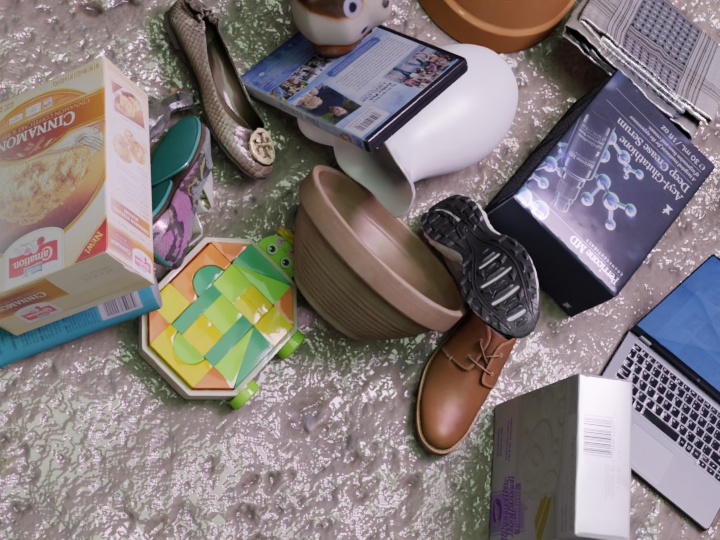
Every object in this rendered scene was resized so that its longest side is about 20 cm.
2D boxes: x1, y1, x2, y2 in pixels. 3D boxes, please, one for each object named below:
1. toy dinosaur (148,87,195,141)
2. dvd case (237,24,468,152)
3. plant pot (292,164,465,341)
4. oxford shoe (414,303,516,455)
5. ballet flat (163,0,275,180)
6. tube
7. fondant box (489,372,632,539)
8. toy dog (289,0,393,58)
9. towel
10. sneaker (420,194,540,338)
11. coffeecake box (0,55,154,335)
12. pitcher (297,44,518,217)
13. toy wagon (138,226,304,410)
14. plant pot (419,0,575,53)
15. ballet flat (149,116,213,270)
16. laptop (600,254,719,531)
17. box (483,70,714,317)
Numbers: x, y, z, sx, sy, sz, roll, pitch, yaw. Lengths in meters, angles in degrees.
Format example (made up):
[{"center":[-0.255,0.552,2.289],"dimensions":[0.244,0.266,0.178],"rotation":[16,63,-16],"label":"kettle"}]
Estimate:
[{"center":[-0.238,-0.132,1.268],"dimensions":[0.088,0.048,0.201],"rotation":[27,56,13],"label":"toy dinosaur"},{"center":[-0.010,-0.194,1.314],"dimensions":[0.142,0.018,0.199],"rotation":[-41,47,-23],"label":"dvd case"},{"center":[0.000,0.000,1.274],"dimensions":[0.201,0.201,0.093],"rotation":[44,105,-3],"label":"plant pot"},{"center":[0.113,0.090,1.324],"dimensions":[0.071,0.071,0.201],"rotation":[30,71,-11],"label":"oxford shoe"},{"center":[-0.134,-0.185,1.315],"dimensions":[0.067,0.046,0.201],"rotation":[-10,72,-63],"label":"ballet flat"},{"center":[-0.283,0.039,1.207],"dimensions":[0.198,0.050,0.078],"rotation":[-17,76,-3],"label":"tube"},{"center":[0.186,0.187,1.252],"dimensions":[0.058,0.200,0.146],"rotation":[8,74,-14],"label":"fondant box"},{"center":[-0.022,-0.314,1.322],"dimensions":[0.192,0.140,0.201],"rotation":[-3,51,1],"label":"toy dog"},{"center":[0.325,-0.249,1.461],"dimensions":[0.192,0.035,0.200],"rotation":[41,43,-4],"label":"towel"},{"center":[0.128,0.002,1.298],"dimensions":[0.074,0.201,0.080],"rotation":[-32,128,2],"label":"sneaker"},{"center":[-0.265,-0.065,1.168],"dimensions":[0.152,0.073,0.202],"rotation":[-19,59,21],"label":"coffeecake box"},{"center":[0.051,-0.160,1.344],"dimensions":[0.171,0.122,0.200],"rotation":[35,54,24],"label":"pitcher"},{"center":[-0.124,0.029,1.278],"dimensions":[0.155,0.040,0.200],"rotation":[45,68,-3],"label":"toy wagon"},{"center":[0.164,-0.355,1.418],"dimensions":[0.198,0.140,0.202],"rotation":[5,74,-17],"label":"plant pot"},{"center":[-0.172,-0.067,1.251],"dimensions":[0.071,0.069,0.201],"rotation":[54,25,-28],"label":"ballet flat"},{"center":[0.360,0.129,1.370],"dimensions":[0.187,0.116,0.201],"rotation":[38,68,-5],"label":"laptop"},{"center":[0.246,-0.080,1.390],"dimensions":[0.148,0.107,0.200],"rotation":[43,69,-4],"label":"box"}]
